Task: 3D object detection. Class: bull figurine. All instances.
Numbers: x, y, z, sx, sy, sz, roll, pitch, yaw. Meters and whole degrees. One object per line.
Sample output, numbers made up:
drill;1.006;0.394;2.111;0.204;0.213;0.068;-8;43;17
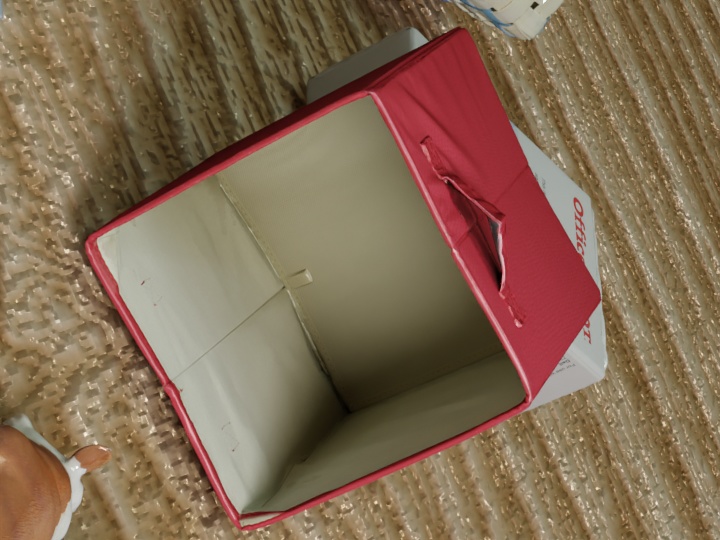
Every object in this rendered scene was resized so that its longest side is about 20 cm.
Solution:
bull figurine;-0.173;0.099;0.971;0.122;0.065;0.201;50;29;-20

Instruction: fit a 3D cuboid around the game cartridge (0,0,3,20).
game cartridge;-0.247;-0.186;1.098;0.200;0.040;0.134;28;49;-50

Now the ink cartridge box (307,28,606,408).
ink cartridge box;0.058;-0.024;1.430;0.200;0.084;0.146;39;37;-39

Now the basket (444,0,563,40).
basket;0.064;-0.257;1.603;0.176;0.139;0.200;30;10;-49

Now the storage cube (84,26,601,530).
storage cube;0.000;0.000;1.214;0.172;0.199;0.180;61;22;-6
